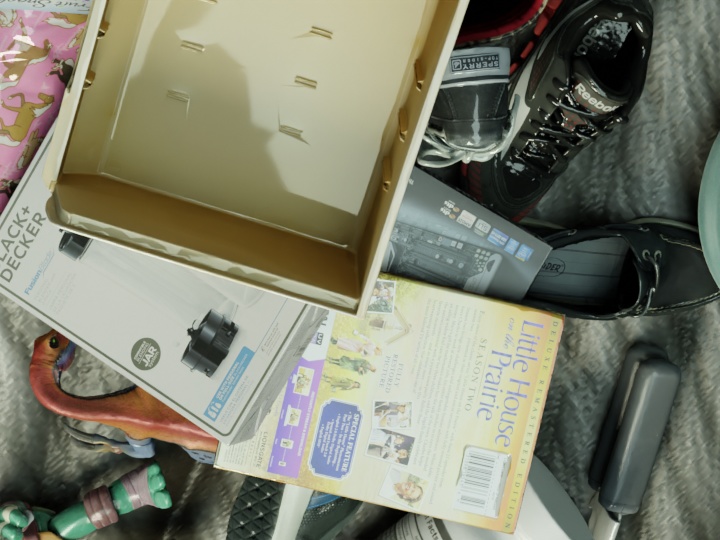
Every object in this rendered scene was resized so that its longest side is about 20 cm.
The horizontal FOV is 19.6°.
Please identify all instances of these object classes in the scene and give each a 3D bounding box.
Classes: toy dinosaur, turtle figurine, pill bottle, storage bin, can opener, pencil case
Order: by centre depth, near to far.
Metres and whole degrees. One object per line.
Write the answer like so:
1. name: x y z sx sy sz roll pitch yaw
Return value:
1. storage bin: -0.062 -0.106 1.171 0.197 0.094 0.201 16 108 -6
2. pencil case: -0.226 -0.103 1.303 0.086 0.083 0.201 35 107 24
3. toy dinosaur: -0.119 0.080 1.365 0.180 0.199 0.106 5 92 -40
4. turtle figurine: -0.222 0.201 1.421 0.198 0.101 0.151 -18 130 -12
5. pill bottle: 0.062 0.222 1.467 0.200 0.116 0.116 -38 114 11
6. can opener: 0.170 0.148 1.499 0.066 0.053 0.202 9 109 -15

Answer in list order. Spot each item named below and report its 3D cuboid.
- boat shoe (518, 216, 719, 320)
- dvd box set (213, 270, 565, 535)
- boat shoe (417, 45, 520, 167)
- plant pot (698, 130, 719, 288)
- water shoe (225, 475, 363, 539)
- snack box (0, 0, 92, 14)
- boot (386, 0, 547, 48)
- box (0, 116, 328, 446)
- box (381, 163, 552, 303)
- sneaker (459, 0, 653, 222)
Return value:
1. boat shoe: 0.172 0.003 1.430 0.198 0.066 0.075 10 111 -15
2. dvd box set: 0.018 0.075 1.326 0.198 0.029 0.148 12 94 -4
3. boat shoe: 0.064 -0.100 1.291 0.073 0.199 0.069 -5 94 -6
4. plant pot: 0.345 -0.036 1.392 0.199 0.134 0.202 -6 107 -19
5. water shoe: -0.028 0.128 1.457 0.079 0.071 0.201 11 112 -44
6. snack box: -0.185 -0.226 1.232 0.198 0.053 0.143 2 72 -12
7. boot: 0.013 -0.185 1.274 0.198 0.151 0.074 0 113 -11
8. box: -0.126 0.006 1.284 0.199 0.060 0.117 34 97 10
9. box: 0.000 0.000 1.359 0.199 0.050 0.158 31 96 -6
10. sneaker: 0.129 -0.108 1.360 0.070 0.098 0.201 24 108 -21
